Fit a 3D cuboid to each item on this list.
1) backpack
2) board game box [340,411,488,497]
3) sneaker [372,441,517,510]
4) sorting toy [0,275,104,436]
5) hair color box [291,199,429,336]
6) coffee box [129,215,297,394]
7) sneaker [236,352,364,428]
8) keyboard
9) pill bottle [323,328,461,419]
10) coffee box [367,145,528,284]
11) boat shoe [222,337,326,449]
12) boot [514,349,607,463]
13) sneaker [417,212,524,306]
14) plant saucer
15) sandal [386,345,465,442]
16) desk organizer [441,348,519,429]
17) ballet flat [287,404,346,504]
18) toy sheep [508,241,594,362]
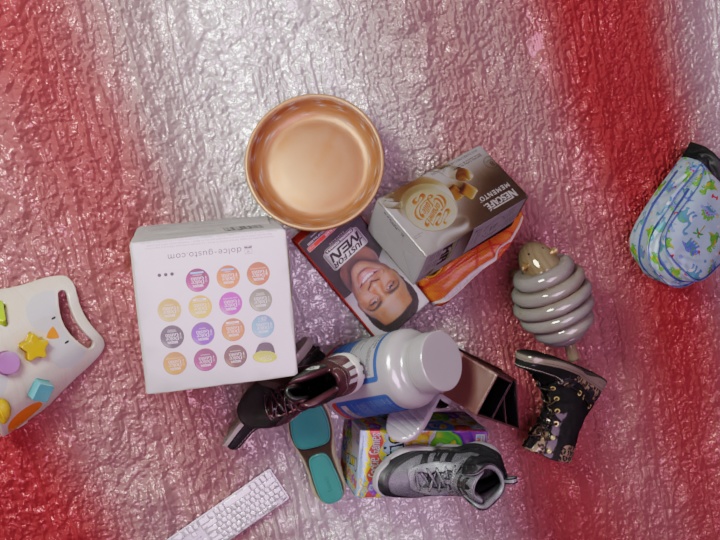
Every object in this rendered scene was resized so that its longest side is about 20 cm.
[{"bbox_3d":[0.516,-0.069,1.523,0.200,0.154,0.163,-42,112,8],"label":"backpack"},{"bbox_3d":[0.079,0.276,1.472,0.198,0.105,0.104,2,97,-15],"label":"board game box"},{"bbox_3d":[0.122,0.293,1.371,0.198,0.114,0.076,-6,98,-13],"label":"sneaker"},{"bbox_3d":[-0.454,0.101,1.335,0.179,0.107,0.201,-33,105,-27],"label":"sorting toy"},{"bbox_3d":[0.000,0.000,1.436,0.101,0.061,0.200,-42,106,-6],"label":"hair color box"},{"bbox_3d":[-0.200,0.039,1.320,0.198,0.200,0.200,-6,99,-11],"label":"coffee box"},{"bbox_3d":[-0.099,0.165,1.308,0.199,0.115,0.076,-26,85,17],"label":"sneaker"},{"bbox_3d":[-0.205,0.379,1.465,0.199,0.011,0.057,-34,104,-7],"label":"keyboard"},{"bbox_3d":[0.044,0.144,1.368,0.112,0.199,0.113,15,68,-40],"label":"pill bottle"},{"bbox_3d":[0.125,-0.082,1.392,0.199,0.080,0.115,-29,68,-26],"label":"coffee box"},{"bbox_3d":[-0.123,0.192,1.430,0.060,0.074,0.200,42,79,-11],"label":"boat shoe"},{"bbox_3d":[0.293,0.211,1.506,0.199,0.073,0.152,23,88,-42],"label":"boot"},{"bbox_3d":[0.166,-0.033,1.469,0.200,0.073,0.077,-41,94,-8],"label":"sneaker"},{"bbox_3d":[-0.064,-0.151,1.380,0.198,0.037,0.202,0,78,2],"label":"plant saucer"},{"bbox_3d":[0.096,0.191,1.453,0.207,0.079,0.060,-54,142,-40],"label":"sandal"},{"bbox_3d":[0.190,0.179,1.440,0.072,0.077,0.200,-61,149,0],"label":"desk organizer"},{"bbox_3d":[-0.066,0.254,1.444,0.069,0.070,0.202,-15,114,-11],"label":"ballet flat"},{"bbox_3d":[0.293,0.047,1.478,0.137,0.138,0.201,-30,104,-8],"label":"toy sheep"}]
